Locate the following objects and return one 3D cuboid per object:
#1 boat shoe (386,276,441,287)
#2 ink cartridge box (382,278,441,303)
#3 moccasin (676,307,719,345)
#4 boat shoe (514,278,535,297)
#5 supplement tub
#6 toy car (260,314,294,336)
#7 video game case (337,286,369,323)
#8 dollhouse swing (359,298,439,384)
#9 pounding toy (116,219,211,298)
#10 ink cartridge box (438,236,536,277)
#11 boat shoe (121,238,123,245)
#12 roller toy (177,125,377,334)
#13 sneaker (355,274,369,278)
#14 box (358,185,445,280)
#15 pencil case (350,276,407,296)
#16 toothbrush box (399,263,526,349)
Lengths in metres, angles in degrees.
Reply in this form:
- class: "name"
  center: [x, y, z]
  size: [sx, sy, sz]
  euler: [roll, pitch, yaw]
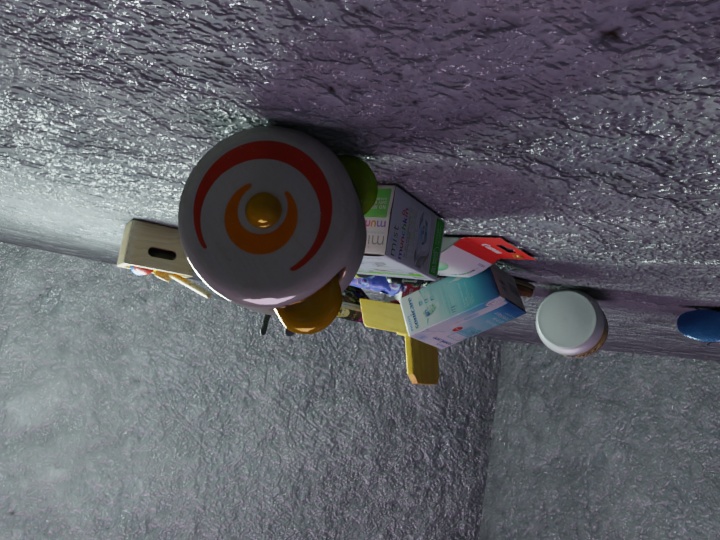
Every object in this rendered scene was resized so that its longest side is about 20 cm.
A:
- class: "boat shoe"
  center: [0.109, 0.002, 1.230]
  size: [0.075, 0.061, 0.200]
  euler: [12, -178, 38]
- class: "ink cartridge box"
  center: [0.171, 0.058, 1.554]
  size: [0.199, 0.086, 0.148]
  euler: [12, 172, -13]
- class: "moccasin"
  center: [0.769, 0.121, 1.314]
  size: [0.068, 0.081, 0.200]
  euler: [9, 175, -37]
- class: "boat shoe"
  center: [0.280, 0.044, 1.364]
  size: [0.199, 0.068, 0.072]
  euler: [11, 173, -13]
- class: "supplement tub"
  center: [0.474, 0.120, 1.417]
  size: [0.144, 0.145, 0.200]
  euler: [6, 172, 26]
- class: "toy car"
  center: [-0.154, 0.062, 1.427]
  size: [0.164, 0.201, 0.158]
  euler: [13, -165, -48]
- class: "video game case"
  center: [-0.056, 0.060, 1.658]
  size: [0.181, 0.036, 0.200]
  euler: [16, -156, -40]
- class: "dollhouse swing"
  center: [0.097, 0.177, 1.552]
  size: [0.181, 0.177, 0.200]
  euler: [7, 174, 28]
- class: "pounding toy"
  center: [-0.456, -0.022, 1.485]
  size: [0.199, 0.143, 0.184]
  euler: [13, 172, -25]
- class: "ink cartridge box"
  center: [0.177, -0.020, 1.090]
  size: [0.199, 0.050, 0.161]
  euler: [6, 173, 37]
- class: "boat shoe"
  center: [-0.509, -0.050, 1.624]
  size: [0.199, 0.072, 0.068]
  euler: [8, 169, -7]
- class: "roller toy"
  center: [-0.088, -0.046, 0.657]
  size: [0.181, 0.201, 0.140]
  euler: [14, 173, 8]
- class: "sneaker"
  center: [0.015, -0.025, 1.167]
  size: [0.080, 0.074, 0.200]
  euler: [4, 173, 14]
- class: "box"
  center: [-0.008, -0.050, 0.888]
  size: [0.199, 0.097, 0.176]
  euler: [5, 171, 30]
- class: "pencil case"
  center: [0.000, 0.000, 1.317]
  size: [0.199, 0.087, 0.078]
  euler: [10, -171, -2]
- class: "toothbrush box"
  center: [0.201, 0.070, 1.245]
  size: [0.199, 0.086, 0.146]
  euler: [-26, 151, 24]
